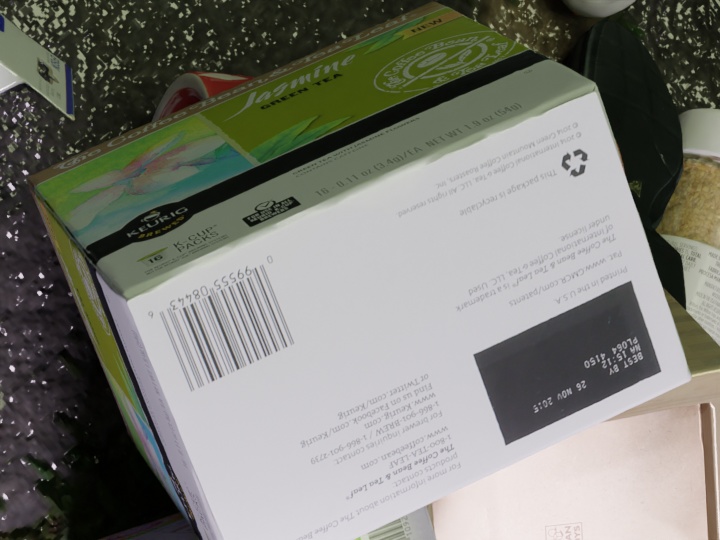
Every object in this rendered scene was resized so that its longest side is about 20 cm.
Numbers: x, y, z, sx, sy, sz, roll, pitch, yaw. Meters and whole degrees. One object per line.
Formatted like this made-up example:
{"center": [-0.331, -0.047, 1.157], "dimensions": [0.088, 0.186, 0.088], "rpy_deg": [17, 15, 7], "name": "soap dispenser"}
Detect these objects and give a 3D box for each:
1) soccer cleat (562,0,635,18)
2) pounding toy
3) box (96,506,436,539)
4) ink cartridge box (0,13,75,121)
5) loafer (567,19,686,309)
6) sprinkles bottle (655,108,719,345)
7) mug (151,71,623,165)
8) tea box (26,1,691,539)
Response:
{"center": [0.174, -0.199, 1.420], "dimensions": [0.069, 0.078, 0.200], "rpy_deg": [50, 62, -13], "name": "soccer cleat"}
{"center": [0.100, 0.110, 1.258], "dimensions": [0.200, 0.142, 0.184], "rpy_deg": [-10, 112, -11], "name": "pounding toy"}
{"center": [-0.040, 0.157, 1.183], "dimensions": [0.101, 0.200, 0.113], "rpy_deg": [-18, 92, -21], "name": "box"}
{"center": [-0.210, -0.128, 1.195], "dimensions": [0.200, 0.099, 0.039], "rpy_deg": [40, 98, -15], "name": "ink cartridge box"}
{"center": [0.114, -0.036, 1.369], "dimensions": [0.073, 0.072, 0.200], "rpy_deg": [30, 48, -29], "name": "loafer"}
{"center": [0.160, 0.019, 1.387], "dimensions": [0.068, 0.068, 0.200], "rpy_deg": [28, 71, -22], "name": "sprinkles bottle"}
{"center": [0.005, -0.004, 1.277], "dimensions": [0.200, 0.133, 0.178], "rpy_deg": [8, 77, -23], "name": "mug"}
{"center": [-0.006, 0.002, 1.114], "dimensions": [0.200, 0.197, 0.134], "rpy_deg": [-24, 110, -11], "name": "tea box"}
